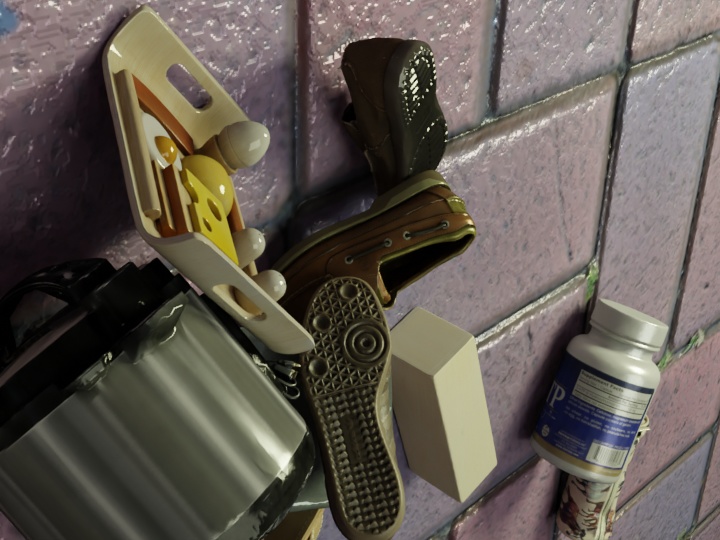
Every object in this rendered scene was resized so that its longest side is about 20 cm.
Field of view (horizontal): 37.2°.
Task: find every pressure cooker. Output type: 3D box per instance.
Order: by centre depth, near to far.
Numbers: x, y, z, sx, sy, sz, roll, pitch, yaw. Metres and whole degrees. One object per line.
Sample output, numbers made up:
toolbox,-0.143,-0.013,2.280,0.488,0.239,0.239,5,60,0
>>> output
pressure cooker,-0.145,0.089,0.646,0.176,0.179,0.200,-40,97,0

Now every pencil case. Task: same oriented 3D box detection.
pencil case,0.324,0.272,1.437,0.077,0.090,0.202,6,111,-16

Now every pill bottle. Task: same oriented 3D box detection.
pill bottle,0.295,0.144,1.302,0.119,0.119,0.202,10,103,-52

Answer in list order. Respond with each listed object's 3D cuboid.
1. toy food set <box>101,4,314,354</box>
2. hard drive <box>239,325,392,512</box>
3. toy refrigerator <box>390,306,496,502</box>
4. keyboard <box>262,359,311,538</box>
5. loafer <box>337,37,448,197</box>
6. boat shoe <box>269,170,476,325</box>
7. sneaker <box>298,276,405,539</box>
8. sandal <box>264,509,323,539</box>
toy food set,-0.089,-0.057,0.681,0.060,0.201,0.144,-28,143,11
hard drive,-0.066,0.113,0.815,0.198,0.033,0.141,0,87,-30
toy refrigerator,0.082,0.137,1.080,0.070,0.076,0.201,-41,137,-26
keyboard,-0.120,0.094,0.747,0.128,0.199,0.021,-59,-172,-7
loafer,0.025,-0.123,0.867,0.073,0.071,0.201,-55,159,-25
boat shoe,0.000,0.000,0.856,0.199,0.068,0.072,-36,151,3
sneaker,-0.010,0.107,0.797,0.070,0.202,0.076,-3,156,-6
sandal,-0.054,0.224,0.969,0.213,0.077,0.070,-56,139,-19
